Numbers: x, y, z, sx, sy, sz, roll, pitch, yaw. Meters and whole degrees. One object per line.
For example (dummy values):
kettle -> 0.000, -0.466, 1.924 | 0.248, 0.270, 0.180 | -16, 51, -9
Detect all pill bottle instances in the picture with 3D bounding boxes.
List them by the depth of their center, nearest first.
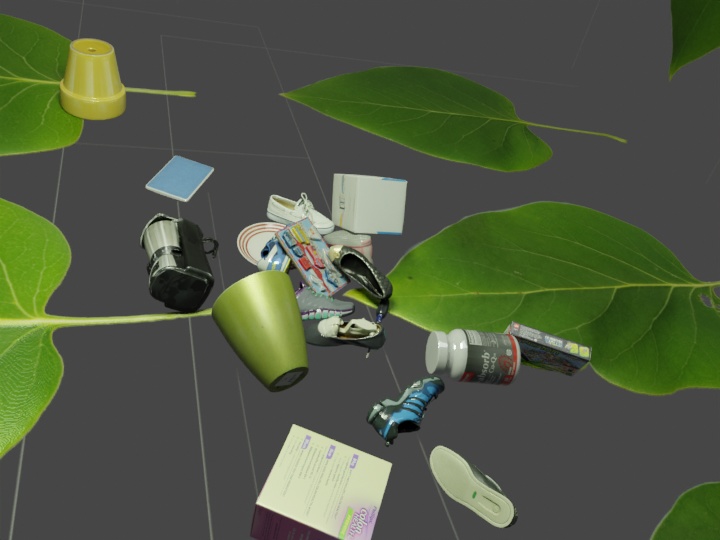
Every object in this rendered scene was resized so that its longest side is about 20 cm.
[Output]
pill bottle -> 0.253, 0.195, 1.495 | 0.194, 0.118, 0.117 | 6, 37, -12

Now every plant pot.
plant pot -> -0.187, 0.139, 1.367 | 0.183, 0.189, 0.203 | -13, 60, -34
plant pot -> -0.829, -0.598, 2.040 | 0.195, 0.192, 0.203 | 10, 37, -7

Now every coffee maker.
coffee maker -> -0.396, -0.018, 1.505 | 0.187, 0.137, 0.202 | -3, 41, -25

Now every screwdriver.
screwdriver -> 0.040, 0.133, 1.567 | 0.028, 0.029, 0.202 | 31, 36, -8

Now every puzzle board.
puzzle board -> -0.113, -0.032, 1.634 | 0.202, 0.017, 0.150 | 56, 35, 0

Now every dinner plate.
dinner plate -> -0.223, -0.058, 1.716 | 0.194, 0.025, 0.203 | 11, 36, -8

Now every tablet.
tablet -> -0.511, -0.263, 1.878 | 0.127, 0.014, 0.202 | 18, 38, 2

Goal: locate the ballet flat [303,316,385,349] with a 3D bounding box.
ballet flat -> -0.036, 0.134, 1.491 | 0.194, 0.075, 0.074 | 6, 37, -6

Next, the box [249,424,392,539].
box -> -0.064, 0.394, 1.134 | 0.195, 0.099, 0.177 | 19, 36, 5

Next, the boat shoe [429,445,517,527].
boat shoe -> 0.213, 0.413, 1.258 | 0.198, 0.073, 0.067 | 35, 4, 34

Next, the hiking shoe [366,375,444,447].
hiking shoe -> 0.106, 0.291, 1.364 | 0.196, 0.075, 0.087 | -23, 58, -28

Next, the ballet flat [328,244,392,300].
ballet flat -> 0.000, 0.000, 1.631 | 0.198, 0.067, 0.057 | 36, 13, 13

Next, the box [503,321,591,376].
box -> 0.435, 0.189, 1.575 | 0.195, 0.111, 0.035 | 18, 60, 3

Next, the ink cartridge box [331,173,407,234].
ink cartridge box -> 0.019, -0.184, 1.808 | 0.143, 0.149, 0.199 | 1, 10, -21

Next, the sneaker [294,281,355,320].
sneaker -> -0.102, 0.068, 1.529 | 0.195, 0.090, 0.074 | -4, 2, -25

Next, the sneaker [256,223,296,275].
sneaker -> -0.203, -0.057, 1.644 | 0.080, 0.075, 0.202 | 12, 36, -2

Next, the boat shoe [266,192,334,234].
boat shoe -> -0.161, -0.167, 1.815 | 0.197, 0.088, 0.075 | 19, 30, 12

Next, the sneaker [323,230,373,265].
sneaker -> -0.031, -0.044, 1.744 | 0.074, 0.108, 0.198 | -21, 20, -29
